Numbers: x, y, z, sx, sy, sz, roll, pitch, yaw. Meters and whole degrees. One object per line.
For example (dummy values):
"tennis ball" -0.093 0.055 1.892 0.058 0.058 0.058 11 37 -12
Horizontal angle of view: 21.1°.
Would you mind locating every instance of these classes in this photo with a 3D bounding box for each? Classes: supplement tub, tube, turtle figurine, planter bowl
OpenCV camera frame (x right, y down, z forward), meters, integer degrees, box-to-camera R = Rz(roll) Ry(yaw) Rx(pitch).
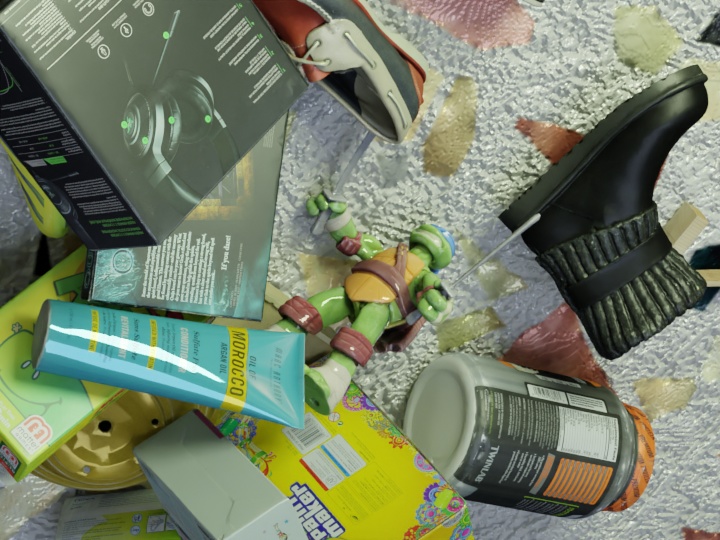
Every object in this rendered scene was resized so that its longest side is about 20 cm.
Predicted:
"supplement tub" 0.147 0.146 1.663 0.199 0.123 0.123 14 117 -29
"tube" -0.133 0.063 1.386 0.199 0.078 0.050 11 155 -20
"turtle figurine" 0.000 0.000 1.479 0.144 0.200 0.194 45 67 1
"planter bowl" -0.198 0.103 1.495 0.200 0.084 0.201 -4 114 -8

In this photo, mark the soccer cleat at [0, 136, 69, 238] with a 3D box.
"soccer cleat" -0.240 -0.111 1.383 0.083 0.065 0.201 4 130 9

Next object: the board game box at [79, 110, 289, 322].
"board game box" -0.125 -0.069 1.406 0.135 0.028 0.201 8 90 -23

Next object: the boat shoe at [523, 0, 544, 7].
"boat shoe" 0.082 -0.263 1.393 0.057 0.067 0.200 -43 124 16

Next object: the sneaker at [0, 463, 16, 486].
"sneaker" -0.339 0.078 1.453 0.115 0.074 0.201 -11 103 25

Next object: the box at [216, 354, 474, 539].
"box" -0.004 0.215 1.572 0.122 0.200 0.193 -32 139 -16

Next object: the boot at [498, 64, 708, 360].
"boot" 0.231 -0.046 1.545 0.211 0.079 0.158 -42 84 19

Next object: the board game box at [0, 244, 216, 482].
"board game box" -0.205 0.050 1.416 0.200 0.102 0.048 -40 175 -29

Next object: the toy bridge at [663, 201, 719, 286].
"toy bridge" 0.267 -0.025 1.654 0.200 0.027 0.067 26 110 -32

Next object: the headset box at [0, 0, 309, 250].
"headset box" -0.153 -0.134 1.294 0.174 0.093 0.200 -50 118 -29

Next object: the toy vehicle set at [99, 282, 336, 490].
"toy vehicle set" -0.126 0.095 1.580 0.200 0.027 0.124 -44 127 11

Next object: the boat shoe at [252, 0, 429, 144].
"boat shoe" -0.021 -0.161 1.401 0.200 0.071 0.063 34 67 -45

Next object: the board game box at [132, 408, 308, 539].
"board game box" -0.081 0.221 1.467 0.064 0.147 0.200 -33 128 -15

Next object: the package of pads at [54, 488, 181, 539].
"package of pads" -0.158 0.267 1.631 0.154 0.068 0.200 -8 129 14
